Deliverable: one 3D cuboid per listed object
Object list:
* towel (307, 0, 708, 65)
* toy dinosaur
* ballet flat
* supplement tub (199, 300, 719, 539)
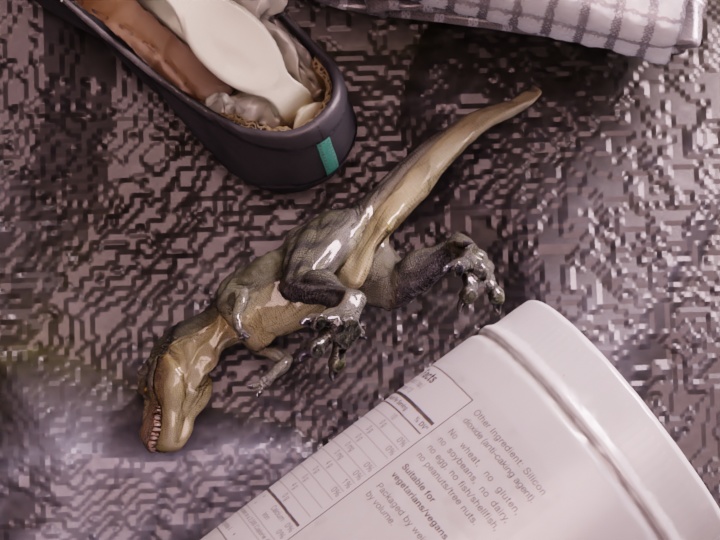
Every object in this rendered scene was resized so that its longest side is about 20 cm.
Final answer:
[{"bbox_3d":[0.061,-0.180,0.981,0.166,0.086,0.200,11,81,-3],"label":"towel"},{"bbox_3d":[0.000,0.000,0.954,0.200,0.088,0.047,-37,121,-6],"label":"toy dinosaur"},{"bbox_3d":[-0.078,-0.109,0.972,0.200,0.073,0.073,44,83,4],"label":"ballet flat"},{"bbox_3d":[0.019,0.119,0.916,0.200,0.132,0.132,-36,86,-7],"label":"supplement tub"}]
